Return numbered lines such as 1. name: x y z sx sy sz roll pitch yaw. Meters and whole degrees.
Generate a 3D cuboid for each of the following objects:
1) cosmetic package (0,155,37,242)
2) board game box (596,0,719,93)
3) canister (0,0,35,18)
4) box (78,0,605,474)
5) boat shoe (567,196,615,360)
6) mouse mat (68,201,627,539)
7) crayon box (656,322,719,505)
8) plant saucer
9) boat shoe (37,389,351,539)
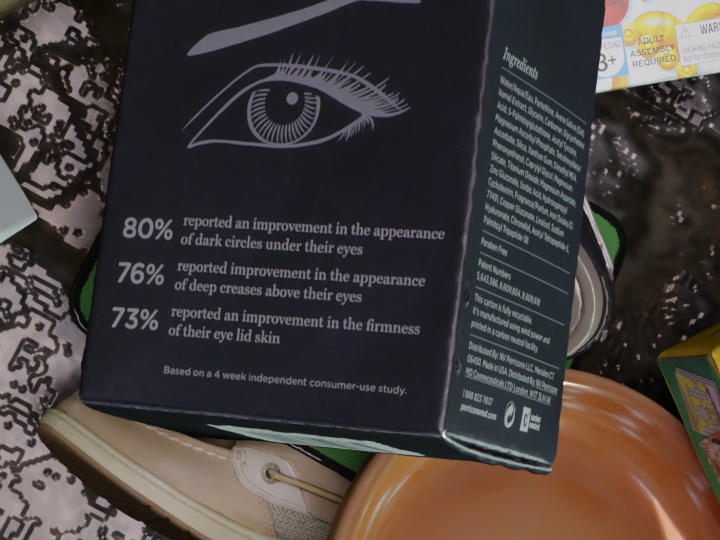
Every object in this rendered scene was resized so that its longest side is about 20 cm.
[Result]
1. cosmetic package: -0.221 -0.063 0.777 0.150 0.052 0.201 -29 94 24
2. board game box: 0.106 -0.175 0.932 0.102 0.105 0.201 -10 94 -8
3. canister: -0.141 -0.165 0.863 0.200 0.086 0.149 -32 96 -36
4. box: -0.003 -0.037 0.843 0.147 0.104 0.201 5 82 27
5. boat shoe: 0.040 -0.052 0.952 0.073 0.063 0.201 -34 79 22
6. mouse mat: 0.000 0.000 0.946 0.199 0.008 0.161 30 67 -10
7. crayon box: 0.234 0.087 0.926 0.172 0.058 0.201 -26 94 -20
8. plant saucer: 0.069 0.139 0.912 0.199 0.037 0.201 4 80 -25
9. boat shoe: -0.033 0.090 0.946 0.199 0.072 0.065 27 78 -10
